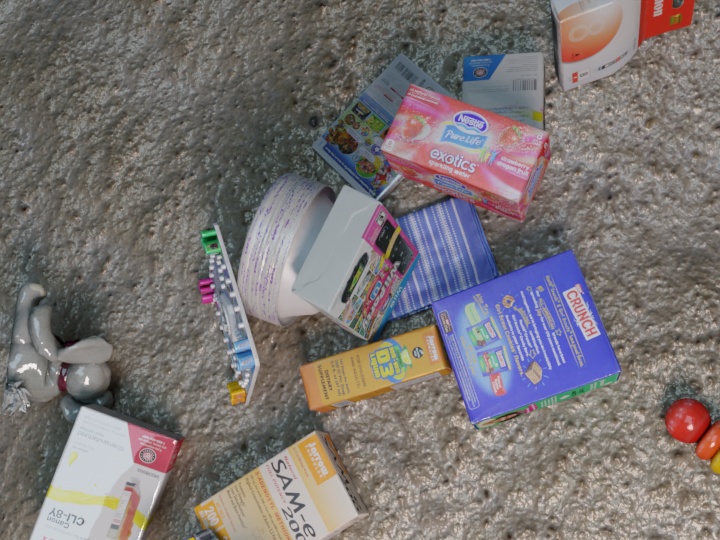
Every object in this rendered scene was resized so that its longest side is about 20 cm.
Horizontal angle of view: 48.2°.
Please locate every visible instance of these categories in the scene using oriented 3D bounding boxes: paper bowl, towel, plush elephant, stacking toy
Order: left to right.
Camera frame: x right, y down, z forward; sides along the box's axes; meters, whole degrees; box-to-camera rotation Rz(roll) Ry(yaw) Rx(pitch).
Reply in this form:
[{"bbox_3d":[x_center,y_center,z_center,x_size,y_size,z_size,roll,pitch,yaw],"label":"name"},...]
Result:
[{"bbox_3d":[-0.434,0.135,1.180,0.201,0.153,0.166,-112,37,-50],"label":"plush elephant"},{"bbox_3d":[-0.081,-0.021,1.092,0.103,0.201,0.203,19,81,10],"label":"paper bowl"},{"bbox_3d":[0.085,-0.016,1.144,0.197,0.024,0.147,-20,71,9],"label":"towel"},{"bbox_3d":[0.453,0.230,0.962,0.199,0.085,0.086,38,87,27],"label":"stacking toy"}]

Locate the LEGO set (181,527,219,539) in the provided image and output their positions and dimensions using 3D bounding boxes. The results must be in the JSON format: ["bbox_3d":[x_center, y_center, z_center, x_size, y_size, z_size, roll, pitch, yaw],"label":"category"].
[{"bbox_3d":[-0.219,0.434,1.005,0.154,0.115,0.201,47,125,27],"label":"LEGO set"}]

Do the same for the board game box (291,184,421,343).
[{"bbox_3d":[0.000,0.000,1.049,0.064,0.200,0.149,25,83,22],"label":"board game box"}]

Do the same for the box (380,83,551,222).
[{"bbox_3d":[0.140,-0.155,1.058,0.198,0.095,0.104,25,84,19],"label":"box"}]

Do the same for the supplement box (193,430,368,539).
[{"bbox_3d":[-0.105,0.321,1.077,0.199,0.074,0.127,-33,71,4],"label":"supplement box"}]

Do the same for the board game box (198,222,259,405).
[{"bbox_3d":[-0.186,0.068,1.103,0.026,0.200,0.202,-14,70,-18],"label":"board game box"}]

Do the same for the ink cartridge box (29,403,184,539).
[{"bbox_3d":[-0.351,0.306,1.117,0.143,0.083,0.203,20,81,-5],"label":"ink cartridge box"}]

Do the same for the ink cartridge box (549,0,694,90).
[{"bbox_3d":[0.359,-0.331,1.083,0.197,0.162,0.051,-14,65,11],"label":"ink cartridge box"}]

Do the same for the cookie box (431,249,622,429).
[{"bbox_3d":[0.215,0.093,1.054,0.197,0.075,0.173,-20,71,9],"label":"cookie box"}]

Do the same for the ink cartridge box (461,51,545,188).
[{"bbox_3d":[0.202,-0.200,1.139,0.114,0.067,0.203,1,76,16],"label":"ink cartridge box"}]

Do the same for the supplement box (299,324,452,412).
[{"bbox_3d":[0.021,0.134,1.099,0.197,0.069,0.067,-18,74,7],"label":"supplement box"}]

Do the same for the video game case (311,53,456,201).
[{"bbox_3d":[0.042,-0.212,1.210,0.200,0.018,0.143,-45,70,-1],"label":"video game case"}]
